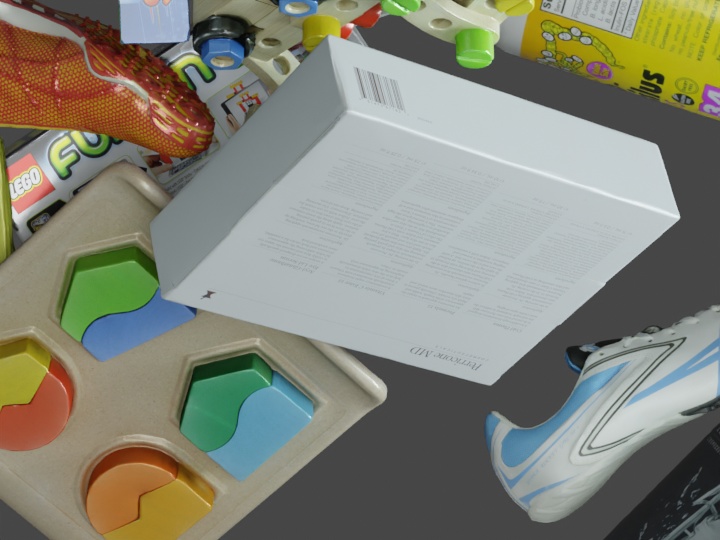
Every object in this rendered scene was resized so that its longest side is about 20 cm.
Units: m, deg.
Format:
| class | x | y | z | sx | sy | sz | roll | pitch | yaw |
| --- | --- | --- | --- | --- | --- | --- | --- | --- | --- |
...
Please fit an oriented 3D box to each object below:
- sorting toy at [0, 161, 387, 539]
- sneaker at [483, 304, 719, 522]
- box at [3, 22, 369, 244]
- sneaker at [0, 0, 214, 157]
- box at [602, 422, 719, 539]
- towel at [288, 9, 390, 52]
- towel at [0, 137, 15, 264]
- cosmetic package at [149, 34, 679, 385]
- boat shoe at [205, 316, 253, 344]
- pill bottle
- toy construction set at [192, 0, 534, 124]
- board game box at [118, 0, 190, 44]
| class | x | y | z | sx | sy | sz | roll | pitch | yaw |
| --- | --- | --- | --- | --- | --- | --- | --- | --- | --- |
| sorting toy | -0.116 | 0.063 | 1.490 | 0.200 | 0.036 | 0.185 | -39 | 112 | 24 |
| sneaker | 0.154 | 0.052 | 1.547 | 0.200 | 0.072 | 0.073 | -33 | 82 | -5 |
| box | -0.081 | -0.061 | 1.514 | 0.200 | 0.035 | 0.110 | -33 | 102 | 1 |
| sneaker | -0.161 | -0.093 | 1.467 | 0.200 | 0.073 | 0.077 | 24 | 100 | 18 |
| box | 0.181 | 0.197 | 1.508 | 0.197 | 0.200 | 0.124 | -44 | 101 | 3 |
| towel | 0.017 | -0.199 | 1.448 | 0.200 | 0.023 | 0.144 | -19 | 80 | 21 |
| towel | -0.272 | -0.023 | 1.493 | 0.200 | 0.018 | 0.086 | -1 | 103 | 4 |
| cosmetic package | 0.025 | -0.023 | 1.407 | 0.200 | 0.052 | 0.151 | 16 | 134 | -34 |
| boat shoe | 0.000 | 0.000 | 1.515 | 0.200 | 0.073 | 0.065 | -34 | 103 | 5 |
| pill bottle | 0.129 | -0.143 | 1.476 | 0.200 | 0.104 | 0.104 | 18 | 99 | 7 |
| toy construction set | -0.001 | -0.116 | 1.396 | 0.131 | 0.092 | 0.200 | 16 | 137 | -33 |
| board game box | -0.103 | -0.215 | 1.431 | 0.034 | 0.135 | 0.200 | -3 | 101 | -4 |
